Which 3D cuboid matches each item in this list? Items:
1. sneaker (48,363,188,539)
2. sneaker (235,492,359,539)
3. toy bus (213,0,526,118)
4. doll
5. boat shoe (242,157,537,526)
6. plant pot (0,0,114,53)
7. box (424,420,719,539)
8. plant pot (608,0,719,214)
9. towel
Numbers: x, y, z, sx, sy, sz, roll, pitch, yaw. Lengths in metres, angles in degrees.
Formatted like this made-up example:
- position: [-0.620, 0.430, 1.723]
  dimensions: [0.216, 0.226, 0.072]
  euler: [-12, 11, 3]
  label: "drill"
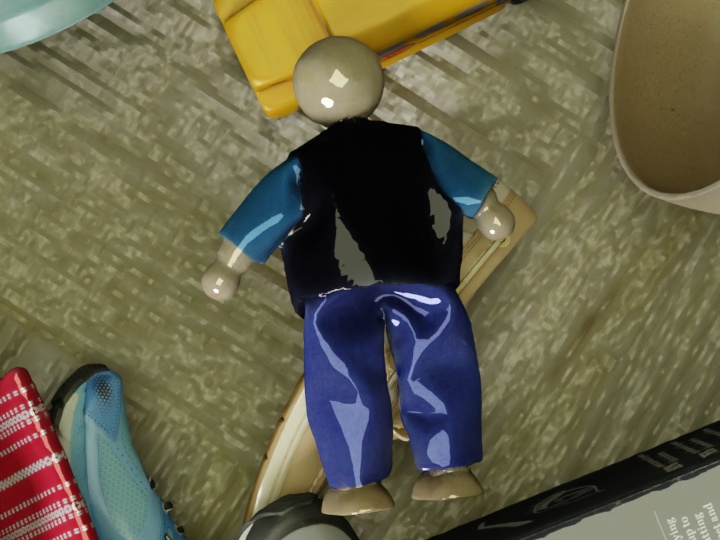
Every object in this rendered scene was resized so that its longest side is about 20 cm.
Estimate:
- position: [-0.091, 0.136, 1.043]
  dimensions: [0.090, 0.078, 0.201]
  euler: [-16, 96, -12]
  label: "sneaker"
- position: [-0.005, 0.193, 1.006]
  dimensions: [0.074, 0.079, 0.201]
  euler: [-18, 103, -26]
  label: "sneaker"
- position: [0.033, -0.140, 1.035]
  dimensions: [0.199, 0.078, 0.065]
  euler: [-26, 88, 1]
  label: "toy bus"
- position: [0.000, 0.000, 0.977]
  dimensions: [0.136, 0.048, 0.201]
  euler: [-7, 89, -7]
  label: "doll"
- position: [0.014, 0.044, 1.033]
  dimensions: [0.069, 0.074, 0.201]
  euler: [28, 93, 0]
  label: "boat shoe"
- position: [-0.159, -0.178, 0.999]
  dimensions: [0.200, 0.200, 0.135]
  euler: [-26, 115, 1]
  label: "plant pot"
- position: [0.116, 0.142, 0.992]
  dimensions: [0.199, 0.148, 0.105]
  euler: [-22, 89, 2]
  label: "box"
- position: [0.216, -0.104, 0.988]
  dimensions: [0.134, 0.200, 0.201]
  euler: [20, 89, -22]
  label: "plant pot"
- position: [-0.148, 0.153, 1.011]
  dimensions: [0.022, 0.144, 0.201]
  euler: [-18, 85, -41]
  label: "towel"
